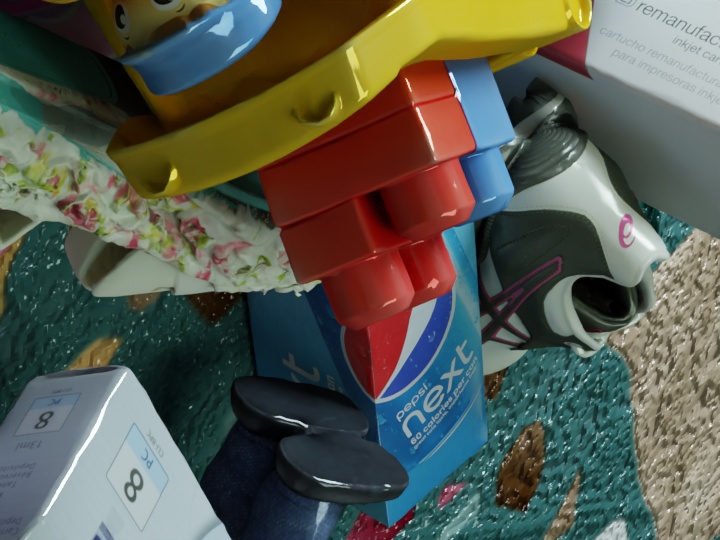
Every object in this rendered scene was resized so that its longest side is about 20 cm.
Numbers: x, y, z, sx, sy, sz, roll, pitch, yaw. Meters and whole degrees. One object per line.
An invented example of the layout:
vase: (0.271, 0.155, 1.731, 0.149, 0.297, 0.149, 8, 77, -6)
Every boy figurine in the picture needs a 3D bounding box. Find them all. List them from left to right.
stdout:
boy figurine: (-0.054, 0.143, 1.076, 0.064, 0.124, 0.200, 9, 115, -37)

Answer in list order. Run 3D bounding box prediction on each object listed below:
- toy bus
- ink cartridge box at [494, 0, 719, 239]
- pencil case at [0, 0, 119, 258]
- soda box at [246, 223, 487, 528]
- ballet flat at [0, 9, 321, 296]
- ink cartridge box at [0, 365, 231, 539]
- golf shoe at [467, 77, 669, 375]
toy bus: (-0.026, -0.078, 0.761, 0.200, 0.136, 0.192, -12, 83, -61)
ink cartridge box: (0.152, -0.125, 1.128, 0.200, 0.147, 0.083, -49, 145, -19)
pencil case: (-0.095, -0.072, 0.883, 0.200, 0.087, 0.087, -44, 145, -24)
soda box: (0.000, 0.000, 1.086, 0.064, 0.068, 0.200, -40, 143, -30)
ballet flat: (-0.080, -0.029, 0.815, 0.200, 0.076, 0.064, 24, 114, -39)
ink cartridge box: (-0.091, 0.154, 0.913, 0.160, 0.047, 0.200, 63, 33, -31)
golf shoe: (0.068, 0.008, 1.143, 0.077, 0.088, 0.200, -42, 165, -18)
